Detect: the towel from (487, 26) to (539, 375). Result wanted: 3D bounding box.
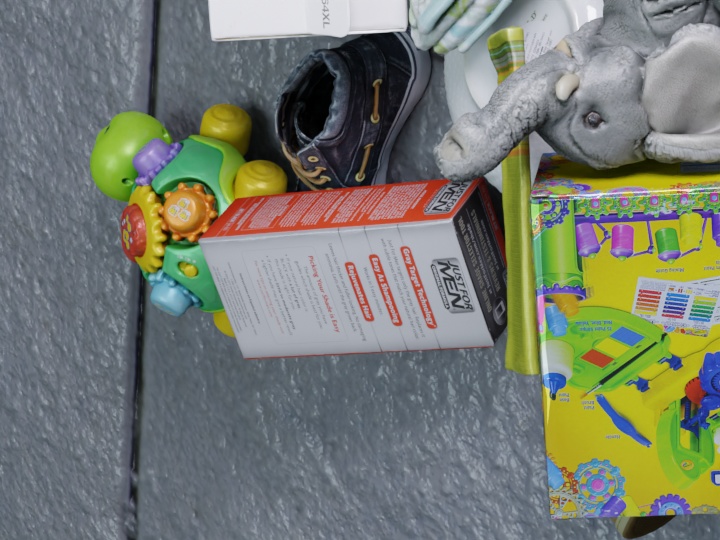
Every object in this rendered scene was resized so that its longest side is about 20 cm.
[{"bbox_3d":[0.089,-0.040,1.535,0.086,0.018,0.200,33,-126,-90],"label":"towel"}]

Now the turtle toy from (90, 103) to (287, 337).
[{"bbox_3d":[-0.130,-0.046,1.929,0.200,0.101,0.146,-123,35,-46],"label":"turtle toy"}]

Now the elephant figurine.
[{"bbox_3d":[0.155,-0.112,1.480,0.155,0.142,0.200,23,90,13],"label":"elephant figurine"}]

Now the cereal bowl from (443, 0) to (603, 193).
[{"bbox_3d":[0.123,-0.132,1.612,0.200,0.083,0.201,-6,82,44],"label":"cereal bowl"}]

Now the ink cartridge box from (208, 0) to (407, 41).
[{"bbox_3d":[-0.037,-0.223,1.686,0.200,0.125,0.129,-95,1,-76],"label":"ink cartridge box"}]

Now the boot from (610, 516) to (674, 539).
[{"bbox_3d":[0.168,0.053,1.669,0.155,0.073,0.200,39,125,31],"label":"boot"}]

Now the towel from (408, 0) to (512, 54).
[{"bbox_3d":[0.093,-0.243,1.582,0.200,0.048,0.171,-49,25,36],"label":"towel"}]

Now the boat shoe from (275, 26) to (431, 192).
[{"bbox_3d":[-0.027,-0.083,1.823,0.071,0.091,0.200,45,132,28],"label":"boat shoe"}]

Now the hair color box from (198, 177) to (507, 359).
[{"bbox_3d":[0.000,0.000,1.787,0.200,0.061,0.102,-3,120,31],"label":"hair color box"}]

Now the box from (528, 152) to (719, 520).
[{"bbox_3d":[0.204,0.032,1.515,0.200,0.122,0.193,-2,104,8],"label":"box"}]
